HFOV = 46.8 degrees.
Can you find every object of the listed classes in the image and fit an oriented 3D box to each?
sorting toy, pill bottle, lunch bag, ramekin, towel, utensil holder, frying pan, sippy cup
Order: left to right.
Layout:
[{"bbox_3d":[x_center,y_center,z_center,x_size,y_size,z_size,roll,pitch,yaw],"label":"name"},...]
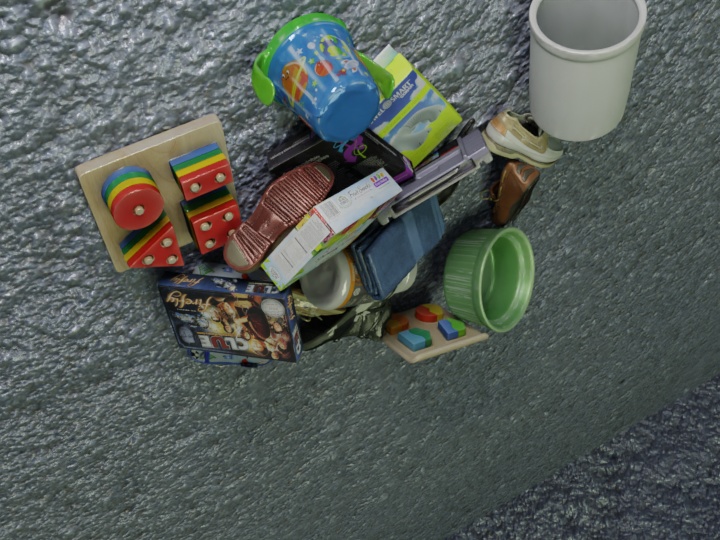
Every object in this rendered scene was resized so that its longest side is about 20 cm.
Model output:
[{"bbox_3d":[-0.258,-0.085,1.136,0.197,0.070,0.201,-25,146,-16],"label":"sorting toy"},{"bbox_3d":[-0.210,0.078,1.345,0.158,0.076,0.201,4,134,-8],"label":"lunch bag"},{"bbox_3d":[-0.043,-0.240,1.082,0.177,0.131,0.140,-33,147,-5],"label":"sippy cup"},{"bbox_3d":[0.000,0.000,1.425,0.199,0.117,0.117,-8,139,-46],"label":"pill bottle"},{"bbox_3d":[0.066,-0.049,1.368,0.200,0.048,0.112,-46,132,-34],"label":"towel"},{"bbox_3d":[0.123,0.112,1.635,0.183,0.199,0.037,-14,114,-29],"label":"sorting toy"},{"bbox_3d":[0.125,-0.173,1.408,0.114,0.031,0.191,-19,140,-23],"label":"frying pan"},{"bbox_3d":[0.247,0.013,1.615,0.199,0.097,0.203,-12,106,-48],"label":"ramekin"},{"bbox_3d":[0.343,-0.326,1.296,0.169,0.171,0.201,-29,149,-9],"label":"utensil holder"}]

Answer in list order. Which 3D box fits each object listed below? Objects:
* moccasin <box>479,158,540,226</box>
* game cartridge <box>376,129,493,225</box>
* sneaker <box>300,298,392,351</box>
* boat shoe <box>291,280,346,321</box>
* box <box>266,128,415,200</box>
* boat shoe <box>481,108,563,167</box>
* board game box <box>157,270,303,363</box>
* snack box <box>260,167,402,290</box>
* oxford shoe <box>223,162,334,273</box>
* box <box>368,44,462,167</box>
[{"bbox_3d":[0.270,-0.143,1.540,0.074,0.078,0.202,-47,168,-11],"label":"moccasin"},{"bbox_3d":[0.111,-0.152,1.317,0.199,0.130,0.039,-30,112,13],"label":"game cartridge"},{"bbox_3d":[-0.022,0.108,1.564,0.199,0.076,0.115,-35,124,-9],"label":"sneaker"},{"bbox_3d":[-0.110,0.042,1.435,0.199,0.074,0.063,22,127,-39],"label":"boat shoe"},{"bbox_3d":[-0.025,-0.157,1.246,0.142,0.036,0.199,-25,153,24],"label":"box"},{"bbox_3d":[0.297,-0.232,1.451,0.199,0.075,0.069,0,136,-43],"label":"boat shoe"},{"bbox_3d":[-0.192,0.070,1.245,0.198,0.035,0.136,5,133,15],"label":"board game box"},{"bbox_3d":[-0.039,-0.062,1.202,0.142,0.053,0.200,-42,176,38],"label":"snack box"},{"bbox_3d":[-0.117,-0.076,1.200,0.200,0.071,0.075,-43,170,-7],"label":"oxford shoe"},{"bbox_3d":[0.061,-0.239,1.254,0.122,0.048,0.199,-44,147,13],"label":"box"}]
